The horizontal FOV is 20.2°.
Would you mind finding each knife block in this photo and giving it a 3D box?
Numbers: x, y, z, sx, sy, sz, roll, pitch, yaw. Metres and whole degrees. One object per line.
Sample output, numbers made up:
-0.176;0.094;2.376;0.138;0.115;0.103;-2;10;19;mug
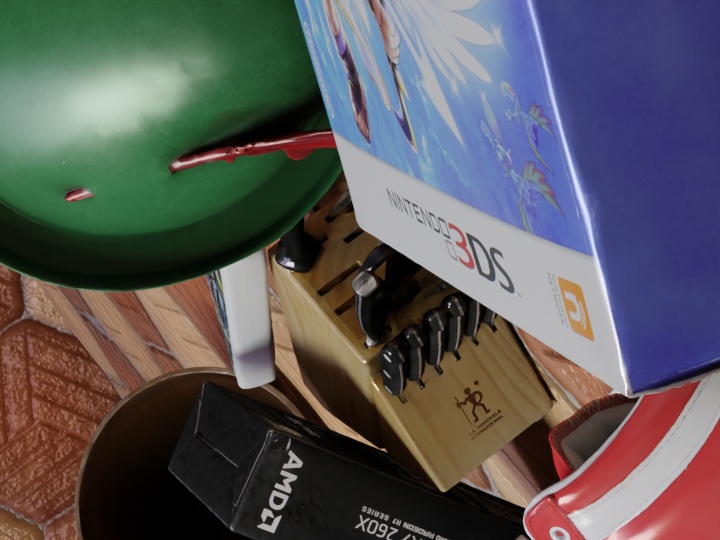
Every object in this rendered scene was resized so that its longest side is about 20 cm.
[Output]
0.000;0.000;0.864;0.176;0.064;0.200;59;167;-22;knife block

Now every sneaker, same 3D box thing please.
0.091;0.105;0.571;0.112;0.071;0.200;27;124;13;sneaker

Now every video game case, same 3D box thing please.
0.016;-0.091;0.426;0.181;0.045;0.200;-147;39;-70;video game case
-0.074;-0.055;0.940;0.200;0.023;0.182;94;159;-72;video game case

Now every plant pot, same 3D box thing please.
-0.090;0.180;1.515;0.187;0.187;0.200;49;-178;18;plant pot

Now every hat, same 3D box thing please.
-0.034;-0.072;0.592;0.176;0.200;0.166;-166;61;-68;hat

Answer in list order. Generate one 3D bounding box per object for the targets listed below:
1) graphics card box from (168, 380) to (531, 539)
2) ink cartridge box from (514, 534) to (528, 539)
0.022;0.115;0.911;0.200;0.051;0.125;25;179;-20;graphics card box
0.034;0.223;0.793;0.083;0.200;0.147;37;160;33;ink cartridge box
